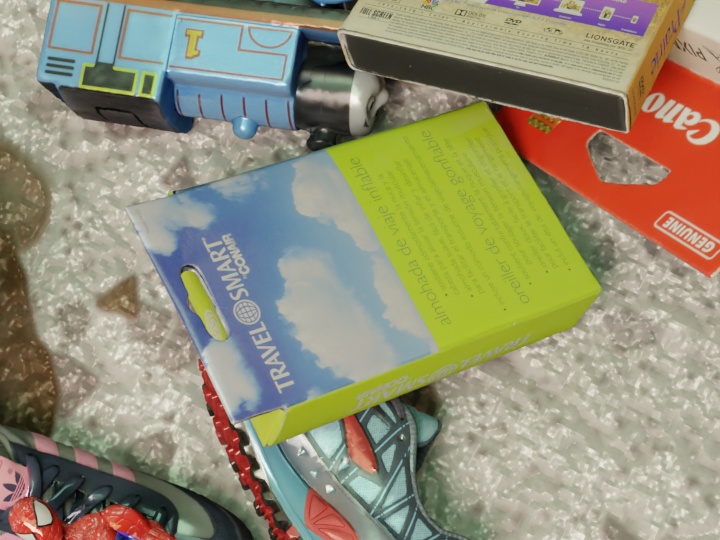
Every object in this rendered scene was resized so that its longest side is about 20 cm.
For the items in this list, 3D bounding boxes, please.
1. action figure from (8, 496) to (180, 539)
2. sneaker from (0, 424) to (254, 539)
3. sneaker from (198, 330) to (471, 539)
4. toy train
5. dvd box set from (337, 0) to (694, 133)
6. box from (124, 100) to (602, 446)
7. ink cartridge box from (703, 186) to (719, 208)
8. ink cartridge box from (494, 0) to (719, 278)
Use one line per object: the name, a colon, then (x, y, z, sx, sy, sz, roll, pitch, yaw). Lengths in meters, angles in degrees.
action figure: (-0.073, 0.162, 0.726, 0.200, 0.052, 0.065, 35, 95, 4)
sneaker: (-0.150, 0.116, 0.784, 0.200, 0.082, 0.070, 14, 75, 12)
sneaker: (-0.011, 0.085, 0.789, 0.095, 0.079, 0.200, -24, 75, -17)
toy train: (-0.067, -0.125, 0.846, 0.199, 0.087, 0.115, 9, 84, 9)
dvd box set: (0.097, -0.162, 0.785, 0.146, 0.029, 0.200, 16, 60, 24)
box: (0.000, 0.000, 0.769, 0.200, 0.048, 0.122, -19, 66, -26)
ink cartridge box: (0.279, -0.005, 0.753, 0.200, 0.088, 0.145, 42, 84, 20)
ink cartridge box: (0.160, -0.105, 0.770, 0.174, 0.044, 0.200, -42, 37, -5)
